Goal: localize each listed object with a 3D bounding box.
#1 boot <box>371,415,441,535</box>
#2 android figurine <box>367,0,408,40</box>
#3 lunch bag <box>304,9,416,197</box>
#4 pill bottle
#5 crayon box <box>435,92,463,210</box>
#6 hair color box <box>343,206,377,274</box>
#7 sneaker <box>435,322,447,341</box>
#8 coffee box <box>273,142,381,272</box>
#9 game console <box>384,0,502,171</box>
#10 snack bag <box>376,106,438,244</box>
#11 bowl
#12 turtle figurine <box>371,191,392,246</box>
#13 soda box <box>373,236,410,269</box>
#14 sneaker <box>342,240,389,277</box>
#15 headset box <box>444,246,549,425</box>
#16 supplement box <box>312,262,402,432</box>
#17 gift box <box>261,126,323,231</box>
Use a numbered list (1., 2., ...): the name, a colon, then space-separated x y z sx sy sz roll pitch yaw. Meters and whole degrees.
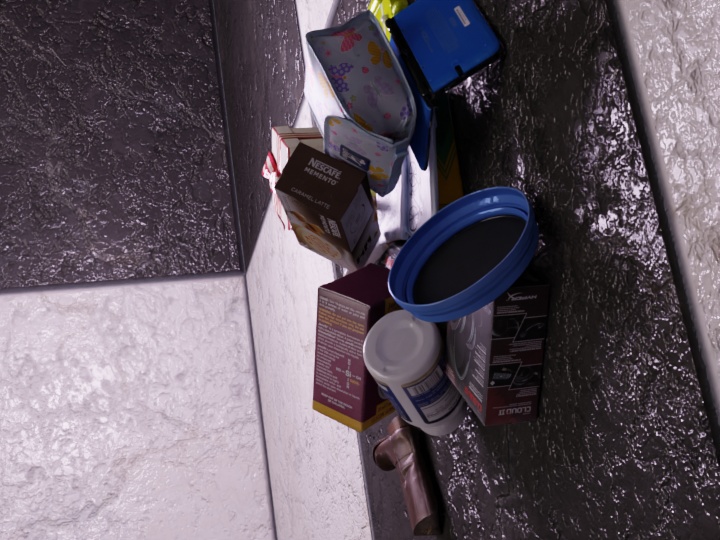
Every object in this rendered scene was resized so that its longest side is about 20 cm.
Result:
1. boot: 0.081 0.373 1.781 0.187 0.063 0.202 103 153 -55
2. android figurine: 0.047 -0.372 1.729 0.200 0.040 0.185 135 130 -73
3. lunch bag: 0.000 -0.215 1.423 0.202 0.126 0.170 64 169 13
4. pill bottle: 0.085 0.151 1.472 0.201 0.110 0.112 59 -169 -49
5. crayon box: 0.103 -0.143 1.547 0.126 0.051 0.203 131 132 -70
6. hair color box: 0.010 -0.099 1.811 0.061 0.097 0.204 125 139 -84
7. sneaker: 0.120 0.049 1.475 0.201 0.081 0.079 110 152 -59
8. coffee box: -0.043 -0.085 1.511 0.080 0.113 0.200 -60 -16 -16
9. game console: 0.107 -0.266 1.418 0.119 0.169 0.201 50 -167 -42
10. snack bag: 0.065 -0.138 1.530 0.199 0.021 0.192 175 93 -68
11. bowl: 0.126 -0.018 1.261 0.039 0.200 0.201 50 -178 -27
12. turtle figurine: 0.049 -0.118 1.683 0.200 0.064 0.163 -50 -46 -49
13. soda box: 0.042 0.031 1.628 0.200 0.070 0.064 -49 40 28
14. sneaker: 0.000 0.000 1.706 0.201 0.074 0.090 113 159 -51
15. headset box: 0.166 0.086 1.317 0.149 0.076 0.203 -125 35 -63
16. supplement box: 0.009 0.111 1.534 0.102 0.130 0.203 19 117 35
17. gift box: -0.089 -0.167 2.027 0.185 0.184 0.203 -133 42 -68
